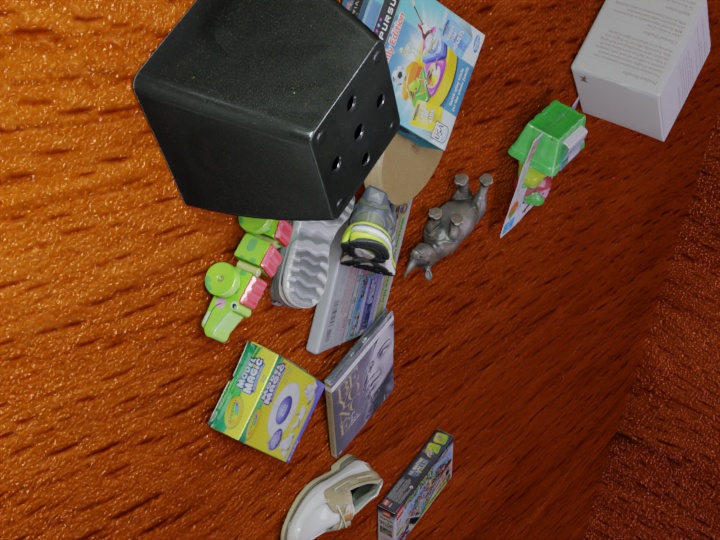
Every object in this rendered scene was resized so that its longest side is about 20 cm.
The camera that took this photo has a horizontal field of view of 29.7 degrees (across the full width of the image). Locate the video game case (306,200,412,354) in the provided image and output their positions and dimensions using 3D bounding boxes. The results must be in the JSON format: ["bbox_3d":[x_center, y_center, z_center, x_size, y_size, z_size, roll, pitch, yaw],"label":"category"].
[{"bbox_3d":[0.000,0.000,1.821,0.182,0.022,0.202,-19,127,-59],"label":"video game case"}]

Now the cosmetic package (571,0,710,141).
[{"bbox_3d":[0.486,-0.368,2.342,0.201,0.166,0.166,-61,156,-12],"label":"cosmetic package"}]

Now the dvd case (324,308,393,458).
[{"bbox_3d":[0.002,0.164,1.942,0.149,0.016,0.201,-48,154,-29],"label":"dvd case"}]

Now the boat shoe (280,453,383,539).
[{"bbox_3d":[-0.039,0.339,1.973,0.200,0.068,0.075,-41,145,-45],"label":"boat shoe"}]

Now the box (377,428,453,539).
[{"bbox_3d":[0.095,0.378,2.330,0.200,0.035,0.111,-47,149,-38],"label":"box"}]

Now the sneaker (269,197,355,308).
[{"bbox_3d":[-0.069,-0.049,1.596,0.074,0.082,0.201,30,66,-27],"label":"sneaker"}]

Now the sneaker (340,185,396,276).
[{"bbox_3d":[0.018,-0.045,1.668,0.200,0.073,0.082,103,2,-79],"label":"sneaker"}]

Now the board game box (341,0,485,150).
[{"bbox_3d":[0.049,-0.247,1.583,0.199,0.047,0.152,23,84,-46],"label":"board game box"}]

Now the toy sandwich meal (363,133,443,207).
[{"bbox_3d":[0.047,-0.175,1.721,0.205,0.070,0.206,-41,144,-39],"label":"toy sandwich meal"}]

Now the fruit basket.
[{"bbox_3d":[0.301,-0.166,2.223,0.185,0.093,0.201,-40,148,-46],"label":"fruit basket"}]

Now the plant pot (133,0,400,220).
[{"bbox_3d":[-0.073,-0.164,1.336,0.201,0.176,0.200,-57,155,-24],"label":"plant pot"}]

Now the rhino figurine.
[{"bbox_3d":[0.122,-0.057,1.980,0.200,0.060,0.088,-50,162,-28],"label":"rhino figurine"}]

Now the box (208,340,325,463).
[{"bbox_3d":[-0.117,0.164,1.689,0.118,0.048,0.200,-65,154,-7],"label":"box"}]

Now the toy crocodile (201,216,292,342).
[{"bbox_3d":[-0.117,-0.012,1.515,0.201,0.061,0.068,-63,156,-8],"label":"toy crocodile"}]
